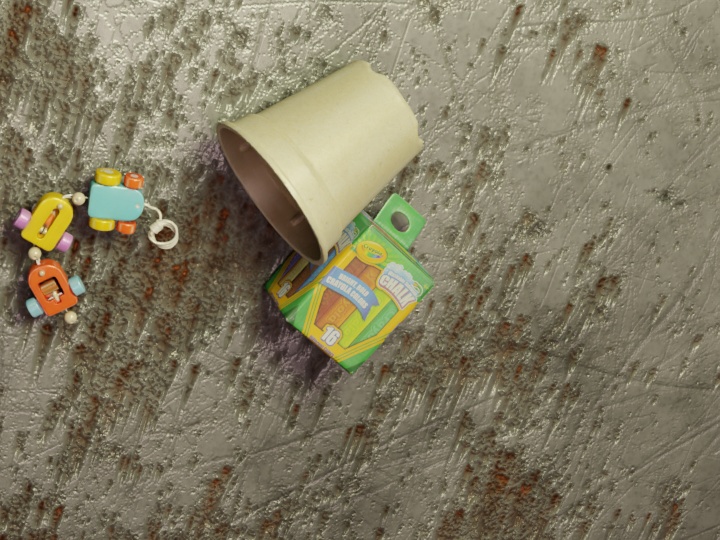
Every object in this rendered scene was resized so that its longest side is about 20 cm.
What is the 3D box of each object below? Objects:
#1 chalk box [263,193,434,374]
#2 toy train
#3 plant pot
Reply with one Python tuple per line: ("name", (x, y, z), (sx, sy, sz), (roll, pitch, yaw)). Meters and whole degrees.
("chalk box", (0.000, 0.000, 1.623), (0.125, 0.124, 0.200), (39, 95, -27))
("toy train", (-0.322, -0.038, 1.548), (0.199, 0.056, 0.151), (-30, 118, -1))
("plant pot", (-0.036, -0.141, 1.535), (0.183, 0.200, 0.201), (-38, 117, -13))
